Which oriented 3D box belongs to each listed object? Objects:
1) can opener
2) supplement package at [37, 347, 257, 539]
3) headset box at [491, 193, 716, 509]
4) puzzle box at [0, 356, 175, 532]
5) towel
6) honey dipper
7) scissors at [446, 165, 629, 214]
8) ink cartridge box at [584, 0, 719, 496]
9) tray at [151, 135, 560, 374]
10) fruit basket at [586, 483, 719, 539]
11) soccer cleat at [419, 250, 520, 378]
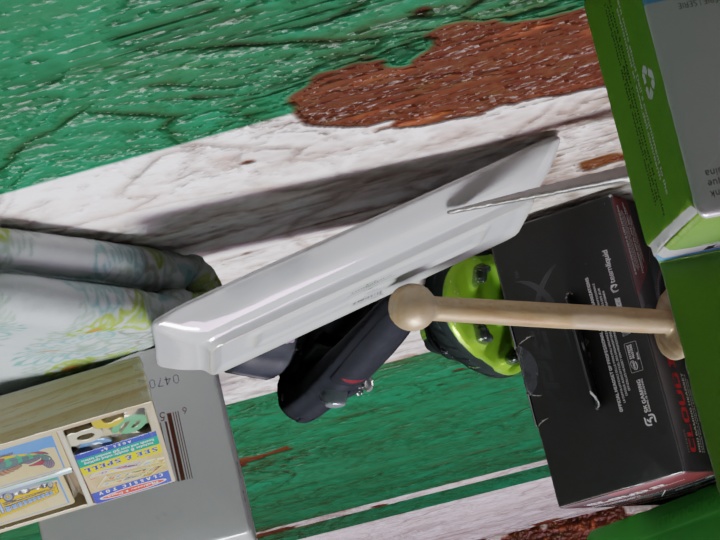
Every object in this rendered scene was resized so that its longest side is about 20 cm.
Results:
[{"bbox_3d":[-0.010,0.036,1.252,0.078,0.064,0.200,-7,167,-26],"label":"can opener"},{"bbox_3d":[-0.128,0.121,1.394,0.116,0.118,0.200,-13,168,-4],"label":"supplement package"},{"bbox_3d":[0.146,0.047,1.264,0.075,0.149,0.200,-19,167,24],"label":"headset box"},{"bbox_3d":[-0.193,0.102,1.157,0.199,0.026,0.133,-17,160,-5],"label":"puzzle box"},{"bbox_3d":[-0.182,0.030,1.069,0.171,0.048,0.200,-18,168,27],"label":"towel"},{"bbox_3d":[0.104,0.020,1.143,0.199,0.038,0.038,5,162,-25],"label":"honey dipper"},{"bbox_3d":[0.139,-0.046,1.029,0.199,0.014,0.073,-17,-154,-8],"label":"scissors"},{"bbox_3d":[0.176,-0.025,0.815,0.147,0.201,0.076,-12,169,-8],"label":"ink cartridge box"},{"bbox_3d":[0.000,0.000,1.087,0.199,0.022,0.107,-25,171,-8],"label":"tray"},{"bbox_3d":[0.237,0.158,1.287,0.216,0.155,0.216,-44,-164,17],"label":"fruit basket"},{"bbox_3d":[0.063,0.028,1.306,0.081,0.068,0.200,-4,173,21],"label":"soccer cleat"}]
